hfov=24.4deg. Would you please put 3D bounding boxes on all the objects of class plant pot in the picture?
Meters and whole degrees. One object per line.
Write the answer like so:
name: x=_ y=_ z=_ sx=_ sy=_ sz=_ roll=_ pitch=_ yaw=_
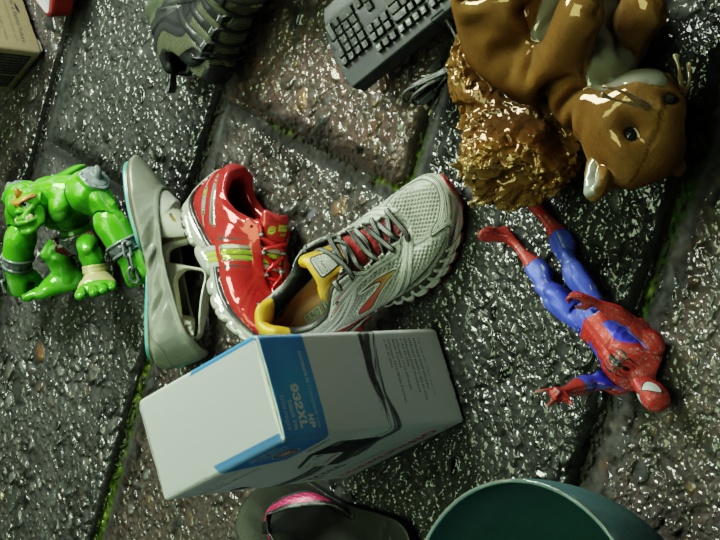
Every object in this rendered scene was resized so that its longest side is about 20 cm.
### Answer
plant pot: x=0.151 y=0.238 z=1.128 sx=0.200 sy=0.135 sz=0.201 roll=-2 pitch=87 yaw=45

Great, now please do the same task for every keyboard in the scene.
keyboard: x=0.059 y=-0.205 z=1.294 sx=0.200 sy=0.021 sz=0.127 roll=-37 pitch=76 yaw=32

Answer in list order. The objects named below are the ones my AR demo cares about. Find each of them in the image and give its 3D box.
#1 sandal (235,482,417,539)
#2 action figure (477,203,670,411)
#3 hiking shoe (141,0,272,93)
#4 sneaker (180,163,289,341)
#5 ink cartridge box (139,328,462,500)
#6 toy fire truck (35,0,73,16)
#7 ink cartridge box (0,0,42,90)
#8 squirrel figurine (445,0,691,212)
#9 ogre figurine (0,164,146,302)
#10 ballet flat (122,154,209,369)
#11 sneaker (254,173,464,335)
sandal: x=-0.039 y=0.215 z=1.376 sx=0.200 sy=0.045 sz=0.075 roll=5 pitch=92 yaw=44
action figure: x=0.142 y=0.026 z=1.178 sx=0.200 sy=0.099 sz=0.065 roll=52 pitch=123 yaw=30
hiking shoe: x=-0.115 y=-0.217 z=1.462 sx=0.200 sy=0.076 sz=0.101 roll=-13 pitch=87 yaw=52
sneaker: x=-0.089 y=-0.010 z=1.418 sx=0.085 sy=0.077 sz=0.200 roll=-45 pitch=60 yaw=25
ink cartridge box: x=-0.043 y=0.109 z=1.279 sx=0.145 sy=0.200 sz=0.084 roll=-31 pitch=69 yaw=39
toy fire truck: x=-0.336 y=-0.369 z=1.661 sx=0.200 sy=0.112 sz=0.168 roll=48 pitch=138 yaw=36
ink cartridge box: x=-0.438 y=-0.288 z=1.705 sx=0.075 sy=0.165 sz=0.200 roll=-42 pitch=60 yaw=37
squirrel figurine: x=0.148 y=-0.123 z=1.173 sx=0.187 sy=0.141 sz=0.200 roll=57 pitch=138 yaw=17
ogre figurine: x=-0.285 y=-0.035 z=1.600 sx=0.200 sy=0.098 sz=0.120 roll=1 pitch=107 yaw=59
ballet flat: x=-0.171 y=-0.011 z=1.514 sx=0.064 sy=0.067 sz=0.200 roll=-10 pitch=81 yaw=12
sneaker: x=0.000 y=0.000 z=1.307 sx=0.200 sy=0.082 sz=0.078 roll=-45 pitch=59 yaw=12
